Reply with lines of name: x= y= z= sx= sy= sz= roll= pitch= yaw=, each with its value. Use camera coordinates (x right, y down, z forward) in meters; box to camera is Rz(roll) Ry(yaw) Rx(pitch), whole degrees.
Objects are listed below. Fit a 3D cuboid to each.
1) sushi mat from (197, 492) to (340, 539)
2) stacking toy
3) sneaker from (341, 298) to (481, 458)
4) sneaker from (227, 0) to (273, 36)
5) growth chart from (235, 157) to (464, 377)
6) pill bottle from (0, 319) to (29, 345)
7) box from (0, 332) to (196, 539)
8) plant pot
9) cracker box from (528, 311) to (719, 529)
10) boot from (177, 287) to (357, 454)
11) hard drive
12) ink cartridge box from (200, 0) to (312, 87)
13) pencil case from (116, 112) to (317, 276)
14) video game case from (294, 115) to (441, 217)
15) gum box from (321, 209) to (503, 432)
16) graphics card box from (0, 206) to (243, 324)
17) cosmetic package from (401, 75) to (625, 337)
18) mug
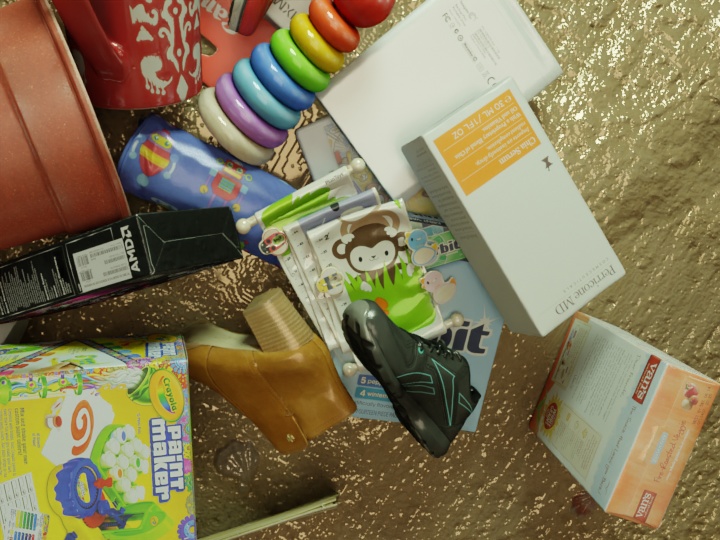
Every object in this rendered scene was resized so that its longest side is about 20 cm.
sushi mat: x=-0.113 y=0.254 z=0.796 sx=0.197 sy=0.096 sz=0.012 roll=-17 pitch=77 yaw=-3
stacking toy: x=-0.050 y=-0.188 z=0.704 sx=0.085 sy=0.086 sz=0.200 roll=44 pitch=109 yaw=-11
sneaker: x=0.048 y=0.085 z=0.732 sx=0.079 sy=0.075 sz=0.201 roll=-39 pitch=131 yaw=-7
sneaker: x=-0.039 y=-0.276 z=0.687 sx=0.084 sy=0.077 sz=0.201 roll=36 pitch=93 yaw=-16
growth chart: x=0.000 y=0.000 z=0.732 sx=0.144 sy=0.018 sz=0.201 roll=-32 pitch=111 yaw=2
pill bottle: x=-0.402 y=0.023 z=0.716 sx=0.198 sy=0.111 sz=0.112 roll=28 pitch=95 yaw=-10
box: x=-0.229 y=0.165 z=0.645 sx=0.189 sy=0.122 sz=0.204 roll=-3 pitch=96 yaw=-15
plant pot: x=-0.310 y=-0.095 z=0.642 sx=0.193 sy=0.200 sz=0.204 roll=-23 pitch=101 yaw=-16
cracker box: x=0.236 y=0.129 z=0.759 sx=0.057 sy=0.200 sz=0.136 roll=20 pitch=97 yaw=-9
boot: x=-0.112 y=0.112 z=0.757 sx=0.199 sy=0.071 sz=0.145 roll=-22 pitch=104 yaw=26
hard drive: x=0.073 y=-0.174 z=0.758 sx=0.199 sy=0.027 sz=0.132 roll=-39 pitch=101 yaw=1
ink cartridge box: x=-0.120 y=-0.266 z=0.737 sx=0.199 sy=0.044 sz=0.174 roll=39 pitch=92 yaw=-11
pencil case: x=-0.127 y=-0.068 z=0.749 sx=0.198 sy=0.087 sz=0.079 roll=27 pitch=70 yaw=-11
video game case: x=0.059 y=-0.087 z=0.795 sx=0.197 sy=0.023 sz=0.184 roll=-22 pitch=101 yaw=-3
gum box: x=0.052 y=0.048 z=0.788 sx=0.167 sy=0.045 sz=0.203 roll=8 pitch=106 yaw=-12
graphics card box: x=-0.213 y=-0.003 z=0.684 sx=0.198 sy=0.125 sz=0.052 roll=-17 pitch=89 yaw=26
cosmetic package: x=0.134 y=-0.054 z=0.719 sx=0.101 sy=0.071 sz=0.201 roll=-34 pitch=97 yaw=-11
mug: x=-0.205 y=-0.238 z=0.653 sx=0.132 sy=0.177 sz=0.203 roll=20 pitch=125 yaw=31
